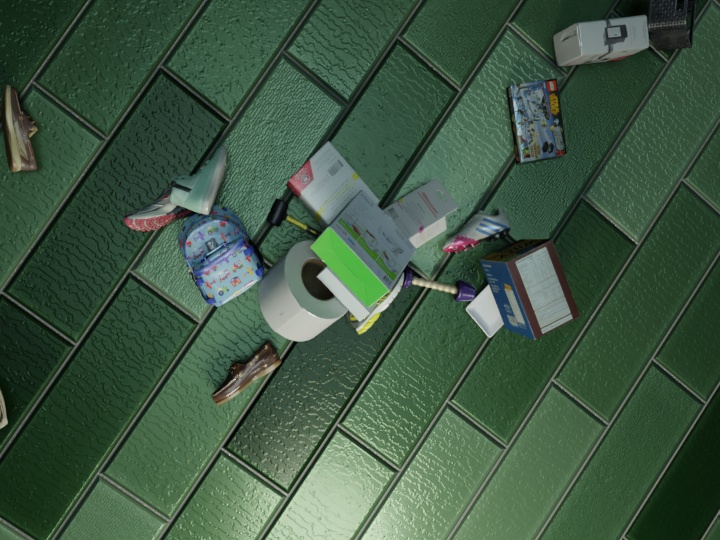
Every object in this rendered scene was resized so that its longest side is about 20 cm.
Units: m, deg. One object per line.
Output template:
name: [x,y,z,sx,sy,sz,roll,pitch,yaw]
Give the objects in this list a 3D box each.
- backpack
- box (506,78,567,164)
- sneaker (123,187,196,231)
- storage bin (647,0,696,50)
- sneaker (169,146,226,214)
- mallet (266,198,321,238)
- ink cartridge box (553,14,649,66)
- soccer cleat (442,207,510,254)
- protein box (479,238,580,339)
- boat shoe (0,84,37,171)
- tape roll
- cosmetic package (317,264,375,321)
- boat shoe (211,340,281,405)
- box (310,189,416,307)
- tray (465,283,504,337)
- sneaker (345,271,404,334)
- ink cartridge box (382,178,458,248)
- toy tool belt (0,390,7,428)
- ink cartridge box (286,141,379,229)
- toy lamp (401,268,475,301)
backpack: [-0.342,-0.044,1.590,0.179,0.135,0.204,-28,110,-6]
box: [0.472,-0.399,1.765,0.132,0.040,0.207,-9,94,-7]
sneaker: [-0.482,-0.156,1.614,0.196,0.081,0.076,-23,79,-21]
storage bin: [0.815,-0.671,1.720,0.091,0.198,0.140,6,91,32]
sneaker: [-0.393,-0.234,1.591,0.115,0.075,0.205,14,54,-2]
mallet: [-0.149,-0.103,1.686,0.198,0.041,0.067,35,86,-12]
ink cartridge box: [0.625,-0.599,1.726,0.193,0.145,0.086,-9,96,-8]
soccer cleat: [0.300,-0.107,1.744,0.194,0.070,0.089,-17,79,-10]
protein box: [0.423,0.041,1.673,0.132,0.198,0.205,-23,96,-7]
boat shoe: [-0.807,-0.337,1.567,0.070,0.071,0.207,-6,82,-38]
tape roll: [-0.132,0.050,1.595,0.199,0.138,0.208,20,54,-30]
cosmetic package: [0.000,0.000,1.605,0.151,0.052,0.201,43,45,-7]
boat shoe: [-0.295,0.256,1.661,0.198,0.070,0.071,-36,104,-14]
box: [0.012,-0.055,1.543,0.200,0.096,0.177,45,44,-7]
tray: [0.382,0.072,1.780,0.200,0.022,0.108,-44,97,-4]
sneaker: [0.037,0.066,1.701,0.084,0.074,0.201,39,84,-3]
ink cartridge box: [0.143,-0.132,1.687,0.197,0.068,0.116,-31,62,-5]
toy tool belt: [-0.916,0.300,1.540,0.122,0.123,0.204,-27,96,-7]
ink cartridge box: [-0.070,-0.194,1.662,0.145,0.083,0.201,-43,97,-12]
toy lamp: [0.207,0.040,1.736,0.194,0.058,0.060,15,90,-8]
